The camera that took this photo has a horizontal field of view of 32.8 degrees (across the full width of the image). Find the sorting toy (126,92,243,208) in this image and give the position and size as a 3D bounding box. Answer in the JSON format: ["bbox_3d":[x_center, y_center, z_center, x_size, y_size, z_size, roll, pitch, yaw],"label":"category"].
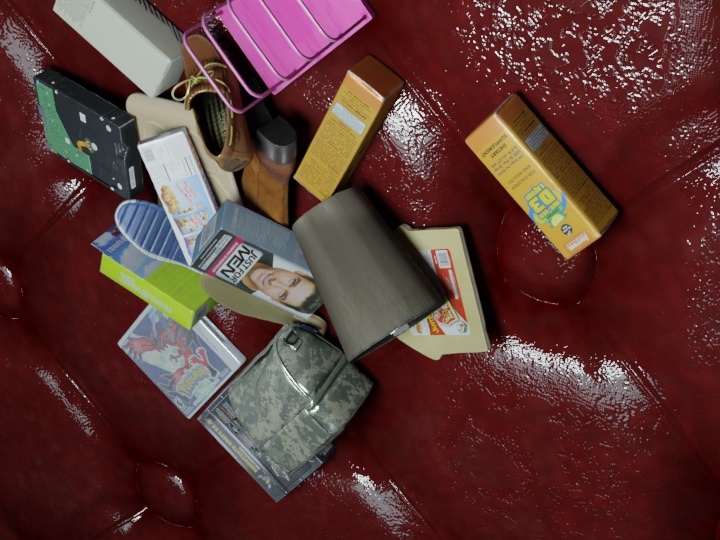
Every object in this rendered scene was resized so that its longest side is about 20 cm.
[{"bbox_3d":[-0.251,-0.160,1.806,0.183,0.036,0.202,17,133,33],"label":"sorting toy"}]

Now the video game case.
[{"bbox_3d":[-0.302,0.135,2.053,0.182,0.023,0.200,46,132,0],"label":"video game case"}]

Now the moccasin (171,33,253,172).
[{"bbox_3d":[-0.202,-0.228,1.629,0.073,0.077,0.205,-21,69,22],"label":"moccasin"}]

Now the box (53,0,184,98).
[{"bbox_3d":[-0.337,-0.347,1.746,0.200,0.068,0.082,42,132,3],"label":"box"}]

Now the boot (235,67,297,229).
[{"bbox_3d":[-0.154,-0.169,1.752,0.188,0.068,0.201,41,149,21],"label":"boot"}]

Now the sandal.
[{"bbox_3d":[-0.141,0.033,1.864,0.209,0.070,0.078,27,145,-13],"label":"sandal"}]

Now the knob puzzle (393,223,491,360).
[{"bbox_3d":[0.089,0.028,1.727,0.217,0.030,0.223,20,122,34],"label":"knob puzzle"}]

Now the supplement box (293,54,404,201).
[{"bbox_3d":[-0.018,-0.186,1.642,0.068,0.067,0.201,36,130,8],"label":"supplement box"}]

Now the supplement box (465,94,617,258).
[{"bbox_3d":[0.225,-0.116,1.520,0.200,0.069,0.066,47,134,-4],"label":"supplement box"}]

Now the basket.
[{"bbox_3d":[0.000,0.000,1.684,0.180,0.135,0.202,-38,80,45],"label":"basket"}]

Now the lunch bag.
[{"bbox_3d":[-0.100,0.186,1.872,0.167,0.140,0.200,41,136,-5],"label":"lunch bag"}]

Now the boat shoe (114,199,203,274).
[{"bbox_3d":[-0.287,-0.047,1.853,0.198,0.073,0.072,31,179,-24],"label":"boat shoe"}]

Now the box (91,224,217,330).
[{"bbox_3d":[-0.308,-0.004,1.904,0.198,0.122,0.048,32,132,12],"label":"box"}]

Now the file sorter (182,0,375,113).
[{"bbox_3d":[-0.112,-0.315,1.575,0.199,0.125,0.140,-30,100,37],"label":"file sorter"}]

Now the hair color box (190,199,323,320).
[{"bbox_3d":[-0.134,-0.013,1.769,0.198,0.061,0.099,25,135,-22],"label":"hair color box"}]

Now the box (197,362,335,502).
[{"bbox_3d":[-0.157,0.269,2.025,0.200,0.048,0.158,46,132,1],"label":"box"}]

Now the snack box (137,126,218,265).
[{"bbox_3d":[-0.251,-0.105,1.773,0.071,0.024,0.202,-16,117,6],"label":"snack box"}]

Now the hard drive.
[{"bbox_3d":[-0.414,-0.209,1.870,0.198,0.038,0.141,29,139,28],"label":"hard drive"}]
